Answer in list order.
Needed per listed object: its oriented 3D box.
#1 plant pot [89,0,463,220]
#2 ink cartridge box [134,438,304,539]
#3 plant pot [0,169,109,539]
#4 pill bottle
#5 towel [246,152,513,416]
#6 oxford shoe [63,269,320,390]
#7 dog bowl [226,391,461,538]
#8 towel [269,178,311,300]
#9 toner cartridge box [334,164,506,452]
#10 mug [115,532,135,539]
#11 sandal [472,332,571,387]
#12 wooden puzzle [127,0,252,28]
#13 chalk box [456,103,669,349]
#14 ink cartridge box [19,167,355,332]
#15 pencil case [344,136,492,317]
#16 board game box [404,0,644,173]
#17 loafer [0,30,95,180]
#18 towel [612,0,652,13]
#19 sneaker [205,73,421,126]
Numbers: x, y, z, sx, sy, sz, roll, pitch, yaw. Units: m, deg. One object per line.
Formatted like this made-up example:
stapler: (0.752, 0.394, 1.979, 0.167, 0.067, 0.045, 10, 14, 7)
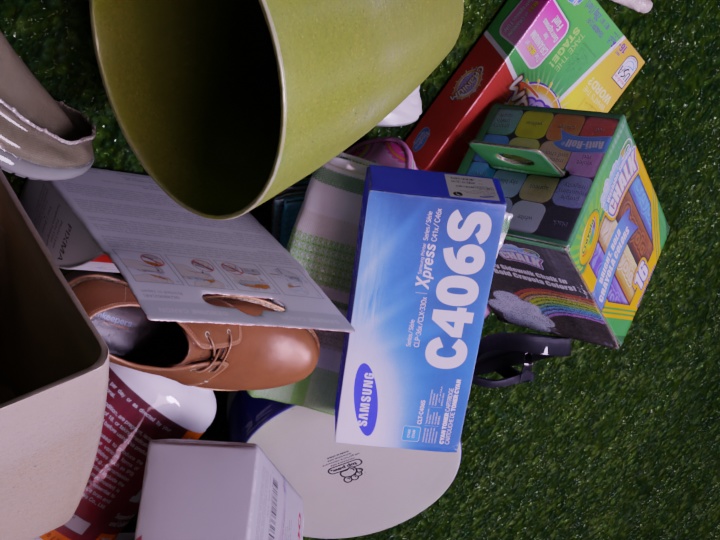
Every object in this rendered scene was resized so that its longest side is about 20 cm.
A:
plant pot: (-0.034, -0.153, 0.706, 0.199, 0.186, 0.190, -25, 134, -38)
ink cartridge box: (-0.099, 0.219, 0.825, 0.084, 0.150, 0.201, 1, 157, 6)
plant pot: (-0.275, 0.087, 0.706, 0.198, 0.200, 0.179, -23, 141, -24)
pill bottle: (-0.181, 0.111, 0.845, 0.201, 0.113, 0.113, -50, 137, 2)
towel: (0.009, 0.020, 0.830, 0.147, 0.031, 0.202, 16, 116, -10)
oxford shoe: (-0.107, 0.052, 0.761, 0.198, 0.071, 0.072, 11, 99, -32)
dog bowl: (-0.015, 0.139, 0.969, 0.197, 0.079, 0.202, -5, 133, -5)
towel: (0.000, 0.000, 0.892, 0.144, 0.022, 0.201, 1, 144, -6)
toner cartridge box: (0.038, 0.031, 0.795, 0.093, 0.043, 0.203, 6, 117, -3)
mug: (-0.194, 0.309, 0.886, 0.146, 0.177, 0.201, -4, 144, -28)
sandal: (0.124, 0.088, 1.027, 0.075, 0.200, 0.044, 4, 76, -25)
wooden puzzle: (-0.088, -0.248, 0.720, 0.184, 0.037, 0.201, 30, 98, -46)
chalk box: (0.151, -0.049, 0.906, 0.125, 0.123, 0.200, -61, 142, -21)
ink cartridge box: (-0.118, -0.002, 0.751, 0.158, 0.200, 0.048, 6, 118, -41)
pencil case: (0.044, -0.026, 0.947, 0.088, 0.087, 0.200, -46, 138, -2)
board game box: (0.142, -0.142, 0.978, 0.152, 0.040, 0.201, 30, 98, -46)
loafer: (-0.231, -0.117, 0.670, 0.199, 0.075, 0.070, 27, 105, -46)
towel: (0.122, -0.247, 0.821, 0.198, 0.133, 0.035, 7, 120, -42)
sneaker: (-0.036, -0.142, 0.824, 0.198, 0.070, 0.081, -16, 120, -37)
